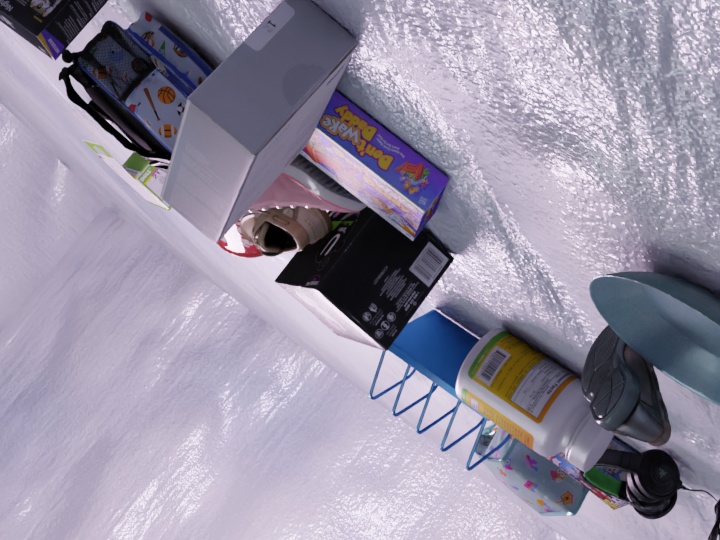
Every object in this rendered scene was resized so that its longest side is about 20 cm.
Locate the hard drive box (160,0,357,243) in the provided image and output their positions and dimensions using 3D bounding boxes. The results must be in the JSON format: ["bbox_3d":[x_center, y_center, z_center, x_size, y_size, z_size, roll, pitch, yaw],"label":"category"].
[{"bbox_3d":[-0.098,-0.136,1.003,0.077,0.156,0.200,39,153,0],"label":"hard drive box"}]

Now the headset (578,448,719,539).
[{"bbox_3d":[0.387,0.298,1.445,0.198,0.095,0.124,12,153,19],"label":"headset"}]

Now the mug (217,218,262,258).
[{"bbox_3d":[-0.192,-0.122,1.556,0.175,0.135,0.200,14,161,10],"label":"mug"}]

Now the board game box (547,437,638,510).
[{"bbox_3d":[0.331,0.269,1.631,0.199,0.062,0.200,38,170,12],"label":"board game box"}]

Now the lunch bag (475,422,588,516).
[{"bbox_3d":[0.295,0.336,1.882,0.170,0.122,0.200,38,164,-4],"label":"lunch bag"}]

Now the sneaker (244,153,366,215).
[{"bbox_3d":[-0.091,-0.103,1.272,0.198,0.076,0.105,21,135,-24],"label":"sneaker"}]

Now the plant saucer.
[{"bbox_3d":[0.290,0.055,0.932,0.200,0.039,0.201,37,170,7],"label":"plant saucer"}]

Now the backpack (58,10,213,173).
[{"bbox_3d":[-0.257,-0.213,1.362,0.191,0.154,0.200,49,177,2],"label":"backpack"}]

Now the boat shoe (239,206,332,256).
[{"bbox_3d":[-0.114,-0.055,1.417,0.072,0.064,0.199,57,153,-16],"label":"boat shoe"}]

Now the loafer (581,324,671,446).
[{"bbox_3d":[0.255,0.112,1.041,0.063,0.072,0.200,34,-160,-2],"label":"loafer"}]

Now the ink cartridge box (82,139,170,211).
[{"bbox_3d":[-0.463,-0.223,2.241,0.200,0.076,0.147,46,168,-27],"label":"ink cartridge box"}]

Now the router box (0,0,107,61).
[{"bbox_3d":[-0.342,-0.336,1.119,0.199,0.158,0.052,36,169,15],"label":"router box"}]

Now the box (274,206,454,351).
[{"bbox_3d":[0.000,0.000,1.385,0.124,0.149,0.200,41,169,-16],"label":"box"}]

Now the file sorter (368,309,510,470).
[{"bbox_3d":[0.130,0.176,1.594,0.199,0.124,0.138,34,-146,26],"label":"file sorter"}]

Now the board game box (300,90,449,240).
[{"bbox_3d":[-0.003,-0.124,1.161,0.199,0.045,0.135,38,170,5],"label":"board game box"}]

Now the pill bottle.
[{"bbox_3d":[0.232,0.172,1.420,0.199,0.111,0.111,33,169,27],"label":"pill bottle"}]
